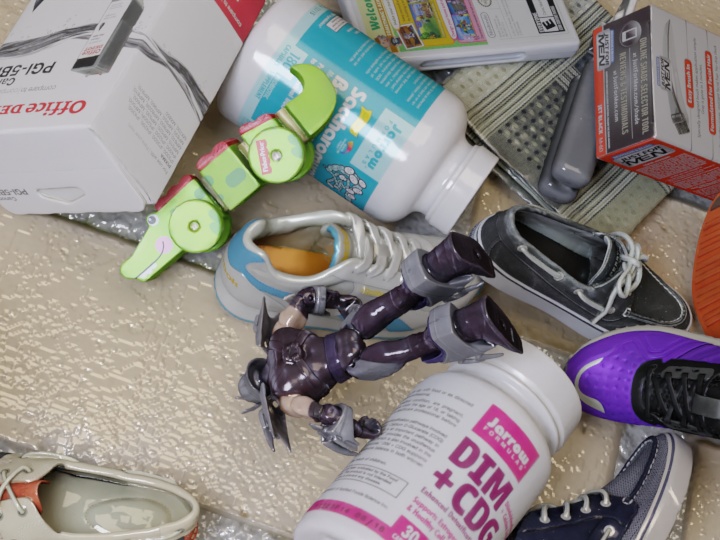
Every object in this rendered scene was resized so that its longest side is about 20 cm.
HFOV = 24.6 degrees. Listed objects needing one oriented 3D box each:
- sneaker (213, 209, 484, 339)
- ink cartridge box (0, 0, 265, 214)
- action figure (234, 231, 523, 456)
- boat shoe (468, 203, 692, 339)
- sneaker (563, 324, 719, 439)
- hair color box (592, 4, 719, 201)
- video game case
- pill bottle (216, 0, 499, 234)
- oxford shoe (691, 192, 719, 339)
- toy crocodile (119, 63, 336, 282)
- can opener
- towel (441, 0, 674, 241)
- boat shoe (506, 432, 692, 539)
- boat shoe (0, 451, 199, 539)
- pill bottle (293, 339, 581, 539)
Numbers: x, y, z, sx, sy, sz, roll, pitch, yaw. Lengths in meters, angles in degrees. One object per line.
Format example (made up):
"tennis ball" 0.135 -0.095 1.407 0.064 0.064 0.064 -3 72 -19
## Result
"sneaker" 0.000 0.000 1.187 0.200 0.081 0.077 -1 62 -19
"ink cartridge box" -0.178 -0.143 1.163 0.147 0.083 0.200 0 51 34
"action figure" 0.000 0.053 1.090 0.200 0.069 0.130 -24 62 21
"boat shoe" 0.177 0.002 1.226 0.199 0.068 0.074 28 56 -20
"sneaker" 0.240 0.085 1.166 0.200 0.100 0.070 3 101 12
"hair color box" 0.272 -0.120 1.292 0.200 0.064 0.111 16 67 -38
"video game case" 0.064 -0.246 1.347 0.182 0.022 0.200 -7 58 -16
"pill bottle" 0.002 -0.110 1.226 0.200 0.111 0.111 34 59 3
"oxford shoe" 0.305 0.034 1.268 0.073 0.071 0.200 2 78 -22
"toy crocodile" -0.092 -0.063 1.156 0.200 0.068 0.062 -40 90 8
"can opener" 0.198 -0.134 1.300 0.067 0.053 0.200 24 60 -6
"towel" 0.176 -0.123 1.337 0.193 0.035 0.200 46 58 5
"boat shoe" 0.155 0.177 1.145 0.093 0.075 0.200 34 59 -5
"boat shoe" -0.202 0.150 1.059 0.200 0.063 0.071 10 63 -10
"pill bottle" 0.057 0.141 1.112 0.113 0.113 0.200 40 60 5
